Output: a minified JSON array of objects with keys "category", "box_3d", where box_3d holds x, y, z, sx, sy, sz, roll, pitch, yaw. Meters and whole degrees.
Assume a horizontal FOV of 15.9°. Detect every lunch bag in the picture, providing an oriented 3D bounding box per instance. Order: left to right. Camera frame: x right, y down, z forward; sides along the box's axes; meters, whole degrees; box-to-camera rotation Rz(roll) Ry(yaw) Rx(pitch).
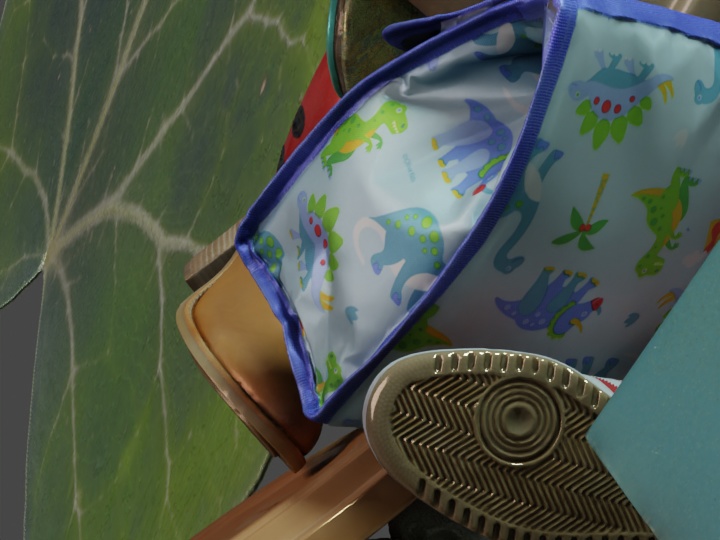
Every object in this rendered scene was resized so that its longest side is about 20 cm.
[{"category":"lunch bag","box_3d":[0.075,-0.030,1.029,0.200,0.169,0.128,-47,52,33]}]

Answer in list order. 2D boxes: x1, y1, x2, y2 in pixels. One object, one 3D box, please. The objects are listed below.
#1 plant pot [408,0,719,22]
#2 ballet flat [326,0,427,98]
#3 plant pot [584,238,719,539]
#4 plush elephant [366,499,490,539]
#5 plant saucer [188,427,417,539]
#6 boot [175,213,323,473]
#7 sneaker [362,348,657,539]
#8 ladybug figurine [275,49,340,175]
[{"category":"plant pot","box_3d":[0.087,-0.168,1.159,0.201,0.174,0.201,-56,19,31]},{"category":"ballet flat","box_3d":[0.023,-0.101,1.245,0.200,0.070,0.071,66,-143,-81]},{"category":"plant pot","box_3d":[0.197,0.023,0.829,0.201,0.141,0.141,-62,23,13]},{"category":"plush elephant","box_3d":[0.005,0.183,1.081,0.199,0.164,0.156,-23,89,44]},{"category":"plant saucer","box_3d":[-0.045,0.119,1.091,0.200,0.032,0.200,-36,0,0]},{"category":"boot","box_3d":[0.000,0.000,1.158,0.155,0.077,0.200,-34,18,8]},{"category":"sneaker","box_3d":[0.090,0.063,0.990,0.112,0.199,0.072,-132,55,-75]},{"category":"ladybug figurine","box_3d":[0.003,-0.074,1.429,0.136,0.072,0.201,-52,-11,-51]}]
